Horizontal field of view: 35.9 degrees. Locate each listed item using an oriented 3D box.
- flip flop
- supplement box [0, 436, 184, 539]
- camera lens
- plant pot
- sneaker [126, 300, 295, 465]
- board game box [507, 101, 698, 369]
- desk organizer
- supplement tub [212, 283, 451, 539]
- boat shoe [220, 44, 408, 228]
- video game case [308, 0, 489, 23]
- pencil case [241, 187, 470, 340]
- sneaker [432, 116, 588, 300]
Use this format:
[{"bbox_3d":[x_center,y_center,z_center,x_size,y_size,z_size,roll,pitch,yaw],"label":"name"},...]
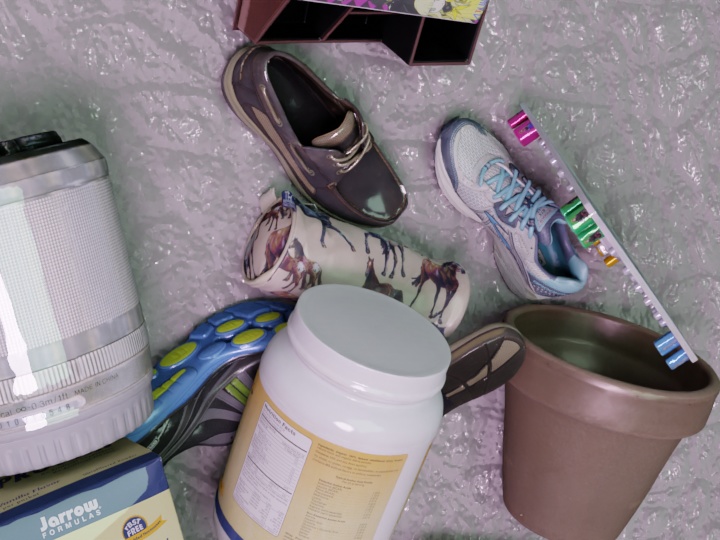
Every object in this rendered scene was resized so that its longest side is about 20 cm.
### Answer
[{"bbox_3d":[0.045,0.090,0.946,0.198,0.058,0.081,-28,137,10],"label":"flip flop"},{"bbox_3d":[-0.201,0.229,0.769,0.133,0.199,0.203,-19,100,-27],"label":"supplement box"},{"bbox_3d":[-0.233,0.017,0.753,0.158,0.159,0.204,-17,101,-26],"label":"camera lens"},{"bbox_3d":[0.206,0.147,1.011,0.197,0.200,0.178,3,109,-28],"label":"plant pot"},{"bbox_3d":[-0.112,0.092,0.894,0.198,0.070,0.084,-34,130,-26],"label":"sneaker"},{"bbox_3d":[0.209,-0.032,0.980,0.026,0.201,0.200,-34,122,13],"label":"board game box"},{"bbox_3d":[0.004,-0.212,0.899,0.197,0.077,0.073,-8,130,-34],"label":"desk organizer"},{"bbox_3d":[-0.021,0.127,0.840,0.142,0.145,0.203,8,116,-28],"label":"supplement tub"},{"bbox_3d":[-0.030,-0.104,0.915,0.199,0.073,0.075,40,75,-24],"label":"boat shoe"},{"bbox_3d":[-0.011,-0.275,0.866,0.178,0.036,0.202,0,48,-29],"label":"video game case"},{"bbox_3d":[0.000,0.000,0.935,0.198,0.077,0.091,21,61,-28],"label":"pencil case"},{"bbox_3d":[0.145,-0.059,1.006,0.078,0.086,0.201,-46,112,-19],"label":"sneaker"}]
